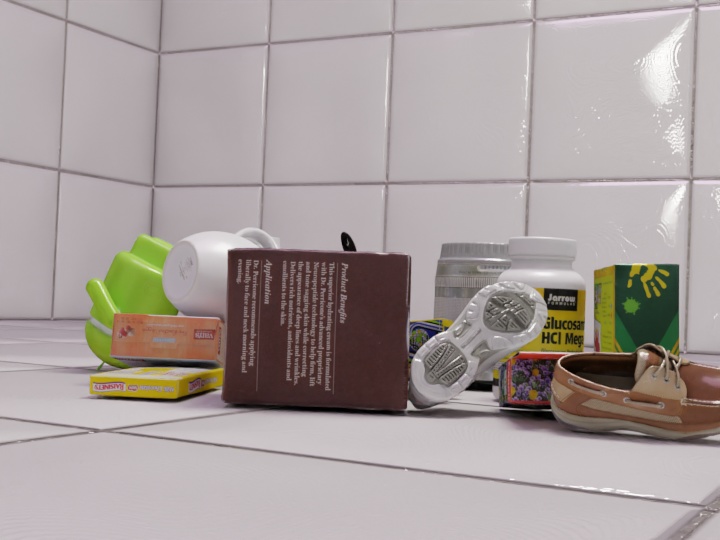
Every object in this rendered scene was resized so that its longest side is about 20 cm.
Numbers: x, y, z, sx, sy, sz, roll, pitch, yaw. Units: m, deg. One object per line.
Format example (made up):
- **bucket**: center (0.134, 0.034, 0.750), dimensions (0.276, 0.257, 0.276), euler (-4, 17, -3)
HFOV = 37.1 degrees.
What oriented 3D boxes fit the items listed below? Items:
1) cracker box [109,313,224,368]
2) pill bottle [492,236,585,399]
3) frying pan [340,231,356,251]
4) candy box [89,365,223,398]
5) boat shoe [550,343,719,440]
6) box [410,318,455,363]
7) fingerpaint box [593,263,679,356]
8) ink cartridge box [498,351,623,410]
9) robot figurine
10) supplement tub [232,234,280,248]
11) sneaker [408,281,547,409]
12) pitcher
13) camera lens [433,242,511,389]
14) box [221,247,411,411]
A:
- **cracker box**: center (-0.234, 0.100, 1.394), dimensions (0.132, 0.058, 0.200), euler (3, -11, 2)
- **pill bottle**: center (0.223, 0.062, 1.335), dimensions (0.111, 0.203, 0.112), euler (2, -1, 0)
- **frying pan**: center (-0.011, -0.003, 1.348), dimensions (0.114, 0.031, 0.191), euler (19, -29, 42)
- **candy box**: center (-0.230, 0.128, 1.246), dimensions (0.101, 0.027, 0.200), euler (4, -2, 8)
- **boat shoe**: center (0.276, 0.110, 1.009), dimensions (0.198, 0.072, 0.076), euler (-4, 34, 15)
- **box**: center (0.032, 0.104, 1.415), dimensions (0.198, 0.065, 0.070), euler (-7, -10, 27)
- **fingerpaint box**: center (0.307, 0.079, 1.204), dimensions (0.072, 0.169, 0.200), euler (0, -3, 6)
- **ink cartridge box**: center (0.208, 0.120, 1.140), dimensions (0.108, 0.051, 0.200), euler (1, -9, 2)
- **robot figurine**: center (-0.323, 0.052, 1.550), dimensions (0.115, 0.202, 0.175), euler (25, 2, 13)
- **supplement tub**: center (-0.183, 0.051, 1.588), dimensions (0.143, 0.202, 0.145), euler (2, -2, 0)
- **sneaker**: center (0.121, 0.083, 1.190), dimensions (0.199, 0.078, 0.100), euler (-31, -13, -25)
- **pitcher**: center (-0.168, -0.001, 1.434), dimensions (0.199, 0.172, 0.121), euler (13, -52, -44)
- **camera lens**: center (0.183, 0.065, 1.535), dimensions (0.158, 0.202, 0.160), euler (3, -1, 0)
- **box**: center (-0.044, 0.064, 1.194), dimensions (0.198, 0.168, 0.164), euler (3, -3, 1)
